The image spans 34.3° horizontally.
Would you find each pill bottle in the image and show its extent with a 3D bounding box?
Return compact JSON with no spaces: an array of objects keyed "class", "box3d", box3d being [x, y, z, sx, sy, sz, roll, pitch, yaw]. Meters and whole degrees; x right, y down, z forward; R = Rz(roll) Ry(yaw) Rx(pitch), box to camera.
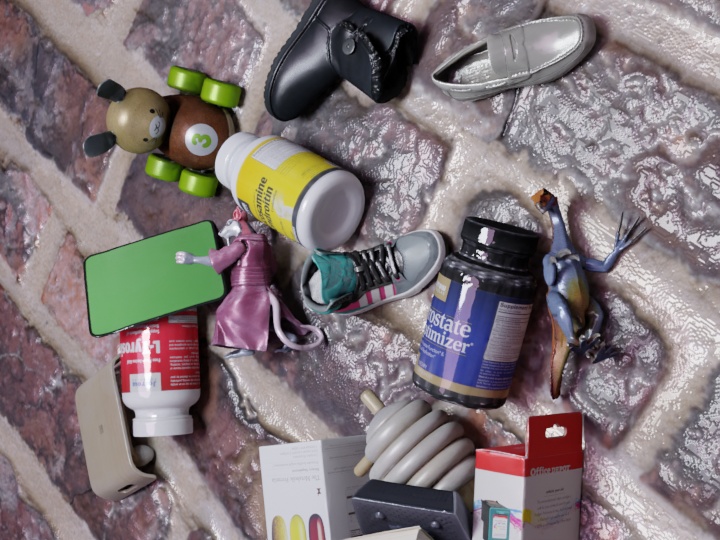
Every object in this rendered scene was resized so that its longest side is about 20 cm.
[{"class":"pill bottle","box3d":[0.134,0.046,1.313,0.112,0.112,0.200,21,102,39]},{"class":"pill bottle","box3d":[-0.097,-0.109,1.520,0.200,0.112,0.112,31,108,38]},{"class":"pill bottle","box3d":[-0.287,0.135,1.674,0.112,0.112,0.200,-8,83,40]}]

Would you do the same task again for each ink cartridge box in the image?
[{"class":"ink cartridge box","box3d":[0.181,0.251,1.261,0.067,0.116,0.200,2,89,41]}]

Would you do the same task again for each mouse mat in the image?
[{"class":"mouse mat","box3d":[-0.292,0.009,1.646,0.200,0.008,0.161,-18,48,1]}]

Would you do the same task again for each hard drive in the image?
[{"class":"hard drive","box3d":[0.074,0.306,1.310,0.135,0.200,0.042,4,47,24]}]

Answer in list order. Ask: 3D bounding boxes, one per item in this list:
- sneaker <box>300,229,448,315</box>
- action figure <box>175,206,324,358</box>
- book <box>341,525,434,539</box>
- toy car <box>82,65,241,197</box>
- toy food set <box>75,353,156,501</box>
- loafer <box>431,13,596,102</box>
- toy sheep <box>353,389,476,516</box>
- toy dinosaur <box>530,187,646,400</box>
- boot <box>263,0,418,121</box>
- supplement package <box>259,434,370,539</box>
[{"class":"sneaker","box3d":[0.000,0.000,1.425,0.200,0.121,0.084,-29,70,36]},{"class":"action figure","box3d":[-0.147,0.014,1.540,0.149,0.134,0.200,-4,92,44]},{"class":"book","box3d":[0.069,0.363,1.314,0.134,0.200,0.048,-16,40,41]},{"class":"toy car","box3d":[-0.291,-0.204,1.634,0.158,0.200,0.164,25,104,39]},{"class":"toy food set","box3d":[-0.370,0.240,1.786,0.143,0.060,0.200,-34,65,47]},{"class":"loafer","box3d":[0.171,-0.240,1.321,0.200,0.070,0.070,-20,75,39]},{"class":"toy sheep","box3d":[0.066,0.219,1.355,0.200,0.138,0.138,45,117,12]},{"class":"toy dinosaur","box3d":[0.211,0.010,1.261,0.200,0.105,0.182,-47,50,35]},{"class":"boot","box3d":[-0.026,-0.251,1.488,0.168,0.076,0.200,41,108,38]},{"class":"supplement package","box3d":[-0.042,0.311,1.455,0.114,0.109,0.200,-14,79,40]}]
